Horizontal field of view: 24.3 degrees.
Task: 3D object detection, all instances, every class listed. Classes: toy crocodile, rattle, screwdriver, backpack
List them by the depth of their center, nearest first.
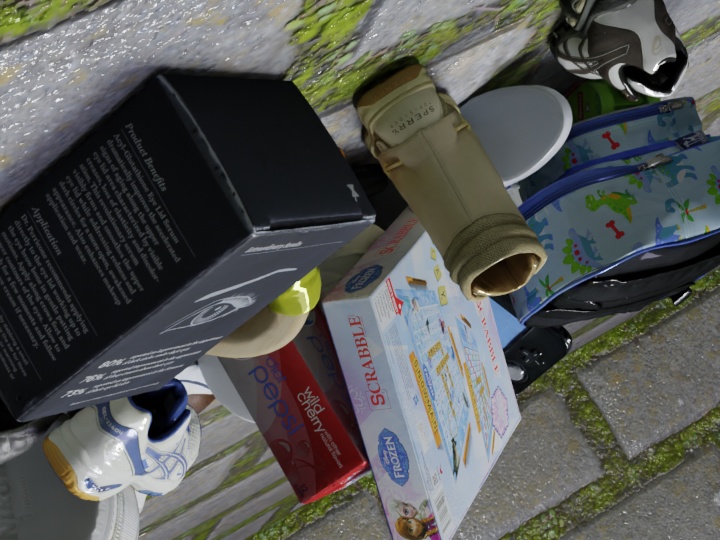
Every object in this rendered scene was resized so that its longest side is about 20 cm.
[{"bbox_3d":[-0.115,-0.008,1.147,0.130,0.144,0.200,30,135,-35],"label":"rattle"},{"bbox_3d":[-0.057,-0.042,1.199,0.199,0.029,0.028,-24,167,-38],"label":"screwdriver"},{"bbox_3d":[0.202,-0.042,1.344,0.199,0.148,0.183,-17,165,-29],"label":"backpack"},{"bbox_3d":[0.193,-0.133,1.418,0.067,0.062,0.200,-9,162,-29],"label":"toy crocodile"}]

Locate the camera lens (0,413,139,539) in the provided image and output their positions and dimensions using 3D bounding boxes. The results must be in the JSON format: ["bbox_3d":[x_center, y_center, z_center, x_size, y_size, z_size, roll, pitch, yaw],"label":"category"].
[{"bbox_3d":[-0.261,0.192,1.312,0.159,0.161,0.200,-30,169,-8],"label":"camera lens"}]

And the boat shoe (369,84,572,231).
[{"bbox_3d":[0.092,-0.081,1.313,0.202,0.075,0.086,-35,169,29],"label":"boat shoe"}]

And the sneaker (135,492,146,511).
[{"bbox_3d":[-0.285,0.230,1.449,0.199,0.100,0.078,-10,147,21],"label":"sneaker"}]

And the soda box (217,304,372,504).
[{"bbox_3d":[-0.055,0.065,1.216,0.063,0.201,0.070,-36,169,23],"label":"soda box"}]

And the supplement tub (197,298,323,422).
[{"bbox_3d":[-0.030,0.047,1.365,0.140,0.141,0.200,-37,168,27],"label":"supplement tub"}]

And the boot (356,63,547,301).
[{"bbox_3d":[0.069,-0.051,1.167,0.073,0.156,0.200,-32,169,2],"label":"boot"}]

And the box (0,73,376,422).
[{"bbox_3d":[-0.116,-0.014,0.963,0.200,0.105,0.148,-37,167,23],"label":"box"}]

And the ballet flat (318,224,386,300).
[{"bbox_3d":[0.000,0.000,1.247,0.069,0.070,0.200,-36,155,23],"label":"ballet flat"}]

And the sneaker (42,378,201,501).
[{"bbox_3d":[-0.149,0.116,1.229,0.088,0.075,0.200,-41,172,14],"label":"sneaker"}]

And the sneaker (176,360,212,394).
[{"bbox_3d":[-0.151,0.072,1.362,0.070,0.073,0.200,-25,162,17],"label":"sneaker"}]

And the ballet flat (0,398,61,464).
[{"bbox_3d":[-0.226,0.075,1.183,0.200,0.067,0.057,-35,157,-13],"label":"ballet flat"}]

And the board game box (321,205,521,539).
[{"bbox_3d":[0.051,0.070,1.225,0.041,0.201,0.200,-7,-160,26],"label":"board game box"}]

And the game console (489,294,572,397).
[{"bbox_3d":[0.055,0.073,1.482,0.117,0.200,0.176,-56,-175,-37],"label":"game console"}]

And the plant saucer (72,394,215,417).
[{"bbox_3d":[-0.220,0.142,1.539,0.199,0.035,0.200,-30,169,-7],"label":"plant saucer"}]

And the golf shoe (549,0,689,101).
[{"bbox_3d":[0.190,-0.156,1.209,0.078,0.095,0.200,-34,170,5],"label":"golf shoe"}]

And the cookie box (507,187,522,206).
[{"bbox_3d":[0.116,-0.017,1.609,0.171,0.075,0.200,-41,171,38],"label":"cookie box"}]
